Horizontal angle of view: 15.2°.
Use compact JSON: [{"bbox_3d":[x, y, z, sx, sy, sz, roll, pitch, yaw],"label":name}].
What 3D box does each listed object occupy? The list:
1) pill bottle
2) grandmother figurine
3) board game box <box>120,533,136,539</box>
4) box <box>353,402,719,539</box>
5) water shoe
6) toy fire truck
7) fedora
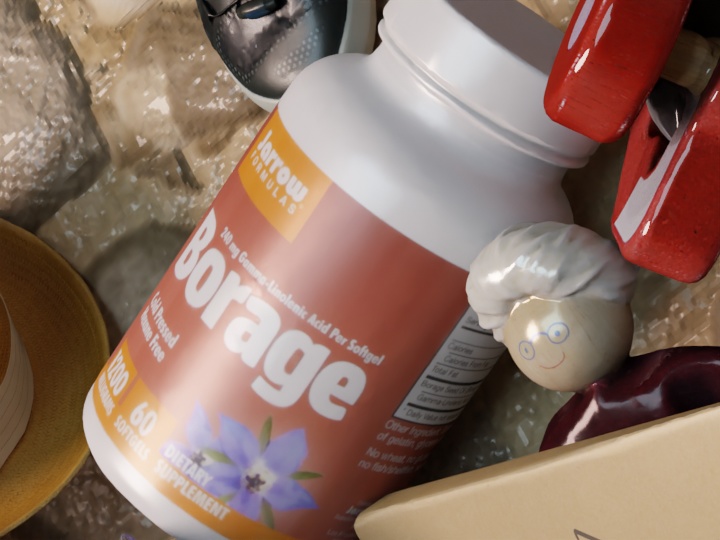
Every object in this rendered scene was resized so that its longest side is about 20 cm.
[{"bbox_3d":[0.000,0.000,0.917,0.112,0.112,0.200,43,109,29],"label":"pill bottle"},{"bbox_3d":[0.101,0.070,0.841,0.121,0.061,0.200,-34,88,18],"label":"grandmother figurine"},{"bbox_3d":[0.003,0.150,0.888,0.039,0.158,0.200,-42,61,-3],"label":"board game box"},{"bbox_3d":[0.091,0.129,0.826,0.200,0.021,0.164,-22,93,53],"label":"box"},{"bbox_3d":[-0.056,-0.149,0.990,0.071,0.079,0.200,-26,72,30],"label":"water shoe"},{"bbox_3d":[0.130,-0.097,0.823,0.112,0.168,0.200,23,101,-2],"label":"toy fire truck"},{"bbox_3d":[-0.188,0.022,1.001,0.201,0.201,0.082,33,145,32],"label":"fedora"}]
